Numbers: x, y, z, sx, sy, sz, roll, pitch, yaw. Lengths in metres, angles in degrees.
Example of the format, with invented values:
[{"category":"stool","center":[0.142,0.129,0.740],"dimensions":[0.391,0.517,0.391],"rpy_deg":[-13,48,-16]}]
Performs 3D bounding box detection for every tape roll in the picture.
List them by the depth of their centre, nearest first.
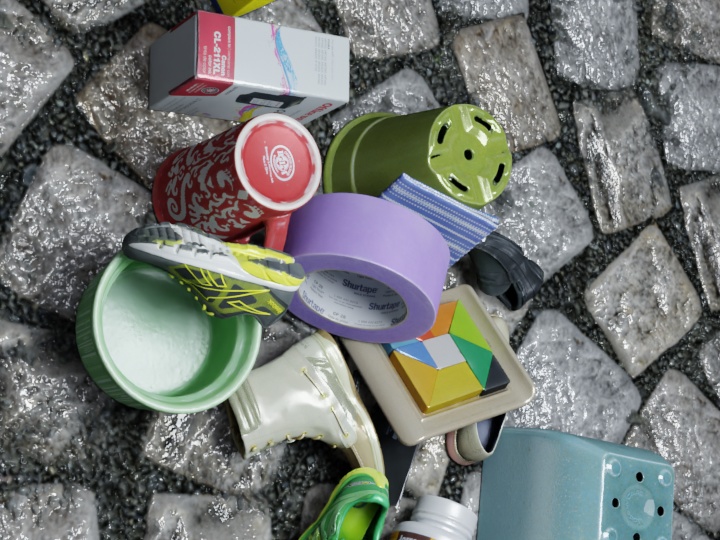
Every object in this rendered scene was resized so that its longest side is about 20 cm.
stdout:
[{"category":"tape roll","center":[0.000,0.000,1.635],"dimensions":[0.199,0.200,0.085],"rpy_deg":[29,57,-23]}]

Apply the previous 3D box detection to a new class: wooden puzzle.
[{"category":"wooden puzzle","center":[0.097,0.109,1.725],"dimensions":[0.199,0.037,0.186],"rpy_deg":[-17,61,-28]}]

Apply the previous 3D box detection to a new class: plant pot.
[{"category":"plant pot","center":[0.084,-0.122,1.721],"dimensions":[0.199,0.190,0.202],"rpy_deg":[6,77,-29]},{"category":"plant pot","center":[0.284,0.300,1.751],"dimensions":[0.195,0.200,0.197],"rpy_deg":[14,74,-27]}]

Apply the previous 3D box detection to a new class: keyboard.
[{"category":"keyboard","center":[0.024,0.182,1.725],"dimensions":[0.127,0.021,0.201],"rpy_deg":[30,66,-24]}]

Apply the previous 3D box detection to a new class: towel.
[{"category":"towel","center":[0.054,-0.040,1.685],"dimensions":[0.144,0.200,0.024],"rpy_deg":[24,51,-23]}]

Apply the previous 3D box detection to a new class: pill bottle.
[{"category":"pill bottle","center":[0.073,0.375,1.663],"dimensions":[0.109,0.109,0.201],"rpy_deg":[31,66,-22]}]

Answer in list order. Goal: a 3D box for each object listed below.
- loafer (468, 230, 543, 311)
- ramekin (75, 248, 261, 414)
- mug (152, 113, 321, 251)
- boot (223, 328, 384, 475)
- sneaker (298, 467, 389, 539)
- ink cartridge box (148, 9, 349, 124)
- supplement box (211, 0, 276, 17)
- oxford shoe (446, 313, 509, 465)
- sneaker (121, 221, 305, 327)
[{"category":"loafer","center":[0.177,-0.001,1.787],"dimensions":[0.071,0.068,0.200],"rpy_deg":[-62,146,-6]},{"category":"ramekin","center":[-0.220,0.063,1.556],"dimensions":[0.199,0.098,0.202],"rpy_deg":[7,77,-30]},{"category":"mug","center":[-0.123,-0.085,1.584],"dimensions":[0.178,0.200,0.133],"rpy_deg":[50,60,-12]},{"category":"boot","center":[-0.068,0.189,1.627],"dimensions":[0.154,0.072,0.201],"rpy_deg":[-25,97,-19]},{"category":"sneaker","center":[-0.029,0.321,1.600],"dimensions":[0.074,0.084,0.201],"rpy_deg":[23,101,-17]},{"category":"ink cartridge box","center":[-0.130,-0.232,1.640],"dimensions":[0.199,0.145,0.083],"rpy_deg":[5,79,-30]},{"category":"supplement box","center":[-0.105,-0.390,1.654],"dimensions":[0.109,0.200,0.110],"rpy_deg":[-31,97,-32]},{"category":"oxford shoe","center":[0.168,0.150,1.785],"dimensions":[0.070,0.074,0.201],"rpy_deg":[19,71,-27]},{"category":"sneaker","center":[-0.162,0.010,1.498],"dimensions":[0.199,0.075,0.085],"rpy_deg":[15,110,-10]}]
